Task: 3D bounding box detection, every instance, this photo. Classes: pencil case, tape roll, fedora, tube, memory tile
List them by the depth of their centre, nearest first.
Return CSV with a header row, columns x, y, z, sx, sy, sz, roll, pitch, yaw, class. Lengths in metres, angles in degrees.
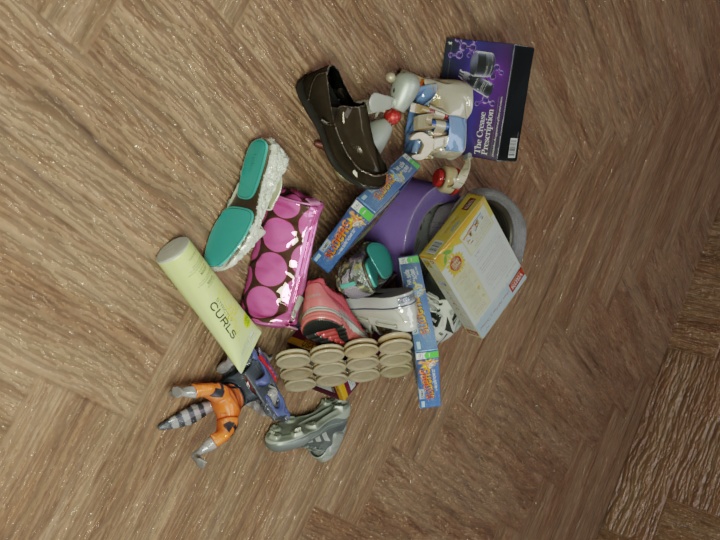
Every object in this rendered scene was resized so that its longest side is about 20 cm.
x,y,z,sx,sy,sz,roll,pitch,yaw,class
-0.195,0.043,1.198,0.058,0.052,0.200,-37,123,-10,tube
-0.108,-0.017,1.292,0.091,0.094,0.200,8,95,-40,pencil case
-0.022,0.136,1.329,0.153,0.200,0.017,82,0,-63,memory tile
0.189,-0.056,1.546,0.200,0.090,0.177,9,93,-44,fedora
0.098,-0.059,1.574,0.200,0.085,0.200,-24,120,-48,tape roll

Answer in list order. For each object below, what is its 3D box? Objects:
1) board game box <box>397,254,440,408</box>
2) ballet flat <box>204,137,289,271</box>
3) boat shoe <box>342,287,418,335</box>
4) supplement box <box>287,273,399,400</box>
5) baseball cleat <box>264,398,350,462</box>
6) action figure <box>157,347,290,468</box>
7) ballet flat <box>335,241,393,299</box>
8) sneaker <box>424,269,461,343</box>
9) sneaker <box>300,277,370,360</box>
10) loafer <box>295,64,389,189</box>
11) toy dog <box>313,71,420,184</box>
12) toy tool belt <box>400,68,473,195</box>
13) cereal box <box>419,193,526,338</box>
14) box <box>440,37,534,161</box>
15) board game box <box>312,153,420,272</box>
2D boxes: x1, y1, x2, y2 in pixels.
x,y,z,sx,sy,sz,roll,pitch,yaw,class
0.091,0.093,1.392,0.200,0.034,0.136,-98,180,-47,board game box
-0.146,-0.083,1.231,0.072,0.072,0.200,32,78,-54,ballet flat
0.021,0.065,1.351,0.071,0.200,0.070,-19,99,-33,boat shoe
-0.015,0.098,1.473,0.200,0.086,0.110,-48,137,-33,supplement box
-0.080,0.277,1.467,0.200,0.070,0.107,-18,117,-50,baseball cleat
-0.197,0.152,1.266,0.193,0.105,0.200,-34,101,-52,action figure
0.000,0.000,1.348,0.200,0.072,0.072,-42,141,-76,ballet flat
0.127,0.074,1.536,0.089,0.074,0.200,-44,149,-21,sneaker
-0.030,0.071,1.313,0.200,0.074,0.087,54,26,-61,sneaker
-0.020,-0.205,1.271,0.073,0.071,0.200,-26,81,-47,loafer
0.002,-0.223,1.372,0.096,0.132,0.200,32,67,-15,toy dog
0.109,-0.231,1.496,0.123,0.125,0.200,7,80,-22,toy tool belt
0.188,-0.005,1.467,0.144,0.039,0.200,-50,129,-22,cereal box
0.214,-0.302,1.593,0.079,0.141,0.200,-8,109,-51,box
0.012,-0.091,1.374,0.135,0.034,0.200,-51,179,34,board game box
